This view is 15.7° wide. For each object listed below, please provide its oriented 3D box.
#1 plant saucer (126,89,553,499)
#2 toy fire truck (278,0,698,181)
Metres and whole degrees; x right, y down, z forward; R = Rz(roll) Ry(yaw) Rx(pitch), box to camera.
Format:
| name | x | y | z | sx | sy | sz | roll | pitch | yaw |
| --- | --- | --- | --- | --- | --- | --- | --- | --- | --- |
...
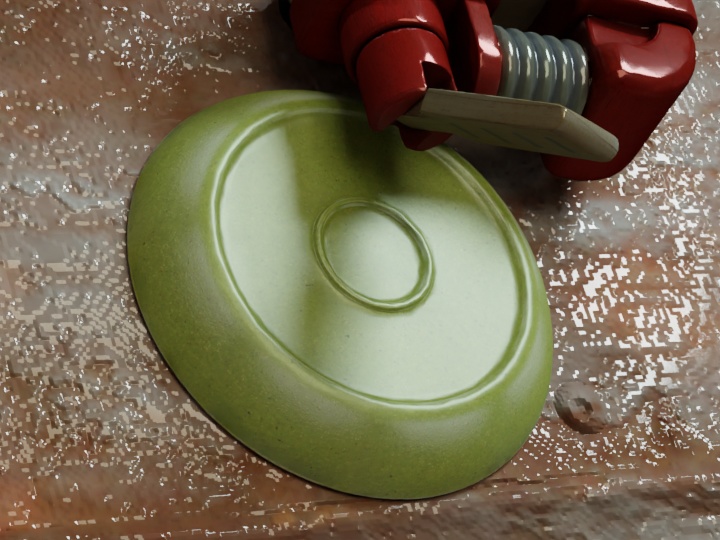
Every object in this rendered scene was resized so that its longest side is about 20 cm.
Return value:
| name | x | y | z | sx | sy | sz | roll | pitch | yaw |
| --- | --- | --- | --- | --- | --- | --- | --- | --- | --- |
| plant saucer | 0.000 | 0.000 | 1.094 | 0.199 | 0.031 | 0.201 | 16 | 52 | -21 |
| toy fire truck | 0.072 | -0.087 | 1.114 | 0.175 | 0.129 | 0.201 | 10 | 47 | -26 |
